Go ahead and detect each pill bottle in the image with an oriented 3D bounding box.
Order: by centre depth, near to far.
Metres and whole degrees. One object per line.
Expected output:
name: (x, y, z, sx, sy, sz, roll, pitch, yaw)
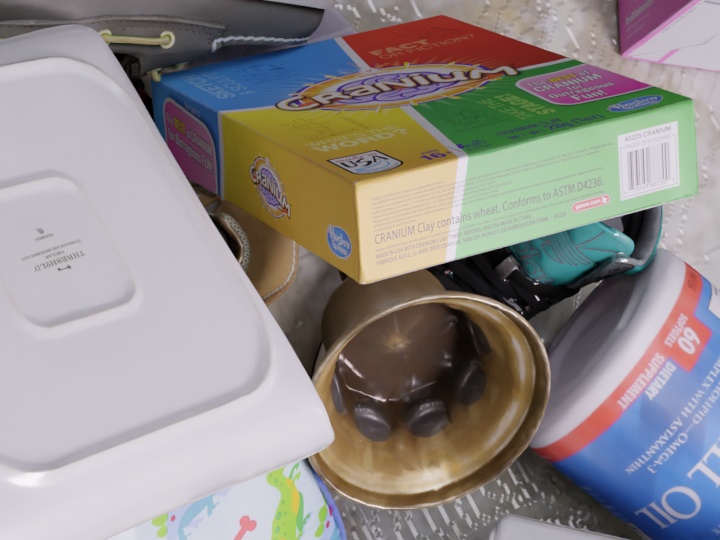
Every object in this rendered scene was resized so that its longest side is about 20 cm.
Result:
pill bottle: (0.179, 0.091, 0.988, 0.200, 0.112, 0.113, 38, 64, -8)

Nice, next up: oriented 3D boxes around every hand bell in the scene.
hand bell: (0.000, 0.000, 0.925, 0.103, 0.105, 0.200, 3, 32, -21)

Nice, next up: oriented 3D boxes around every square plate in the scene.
square plate: (-0.117, 0.000, 0.761, 0.199, 0.028, 0.199, -18, 73, -48)

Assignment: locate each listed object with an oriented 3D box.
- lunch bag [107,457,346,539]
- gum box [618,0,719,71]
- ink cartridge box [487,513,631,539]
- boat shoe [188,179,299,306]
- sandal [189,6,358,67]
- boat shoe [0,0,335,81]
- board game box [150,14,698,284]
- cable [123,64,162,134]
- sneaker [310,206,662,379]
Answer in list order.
lunch bag: (-0.098, 0.131, 0.844, 0.082, 0.161, 0.200, 21, 61, 34)
gum box: (0.195, -0.186, 1.032, 0.066, 0.200, 0.115, 6, 73, -20)
ink cartridge box: (0.139, 0.201, 0.912, 0.198, 0.083, 0.148, 12, 68, 12)
boat shoe: (-0.075, -0.002, 0.892, 0.199, 0.076, 0.072, -10, 94, -57)
sandal: (-0.078, -0.129, 0.992, 0.207, 0.059, 0.079, 44, 76, -27)
boat shoe: (-0.101, -0.116, 0.908, 0.200, 0.072, 0.061, 3, 115, -37)
board game box: (0.020, -0.056, 0.884, 0.152, 0.200, 0.041, -15, 112, -24)
cable: (-0.115, -0.008, 0.950, 0.097, 0.050, 0.202, 8, 85, -58)
sneaker: (0.067, -0.002, 0.969, 0.084, 0.121, 0.200, 46, 64, -3)
